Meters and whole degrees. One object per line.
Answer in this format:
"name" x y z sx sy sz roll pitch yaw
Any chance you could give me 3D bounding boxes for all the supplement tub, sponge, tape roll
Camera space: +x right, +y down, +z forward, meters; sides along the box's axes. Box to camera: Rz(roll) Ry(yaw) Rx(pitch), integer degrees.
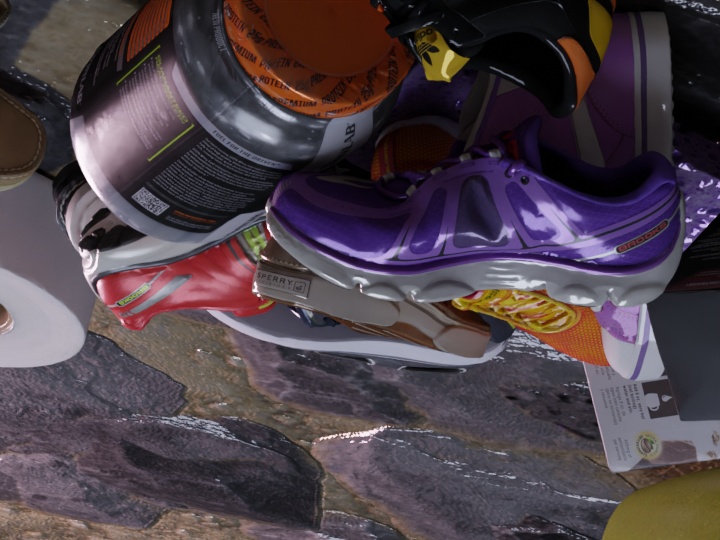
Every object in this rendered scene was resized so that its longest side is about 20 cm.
"supplement tub" -0.056 -0.095 1.406 0.122 0.123 0.200 21 157 -20
"sponge" 0.097 -0.057 1.482 0.200 0.030 0.112 26 136 -21
"tape roll" -0.261 -0.010 1.782 0.202 0.071 0.203 10 157 4

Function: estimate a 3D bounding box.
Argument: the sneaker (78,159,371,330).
"sneaker" -0.052 -0.019 1.553 0.200 0.077 0.085 -14 123 11

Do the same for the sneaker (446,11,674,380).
"sneaker" 0.100 -0.034 1.424 0.114 0.073 0.201 -6 115 -1

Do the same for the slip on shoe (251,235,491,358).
"slip on shoe" 0.013 0.003 1.497 0.076 0.061 0.200 12 176 35

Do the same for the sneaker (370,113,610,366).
"sneaker" 0.073 0.002 1.475 0.073 0.077 0.200 -30 128 35

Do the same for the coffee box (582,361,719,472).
"coffee box" 0.237 0.047 1.553 0.200 0.080 0.113 -11 -171 30

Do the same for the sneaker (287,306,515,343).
"sneaker" 0.000 0.000 1.633 0.200 0.081 0.074 26 -170 -20

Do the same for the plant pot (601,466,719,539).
"plant pot" 0.263 0.203 1.918 0.187 0.187 0.200 30 167 -36

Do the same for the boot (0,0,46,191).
"boot" -0.226 -0.111 1.529 0.200 0.072 0.155 27 151 -31

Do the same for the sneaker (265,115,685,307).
"sneaker" 0.055 -0.036 1.352 0.199 0.081 0.084 1 120 -2

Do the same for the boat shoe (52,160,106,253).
"boat shoe" -0.084 -0.028 1.660 0.200 0.074 0.060 5 -156 -24

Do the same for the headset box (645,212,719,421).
"headset box" 0.242 0.004 1.390 0.148 0.200 0.075 -5 113 34

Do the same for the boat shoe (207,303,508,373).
"boat shoe" -0.009 0.026 1.752 0.200 0.070 0.066 7 157 -8

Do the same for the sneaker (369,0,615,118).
"sneaker" 0.030 -0.136 1.305 0.200 0.090 0.070 20 156 -21
